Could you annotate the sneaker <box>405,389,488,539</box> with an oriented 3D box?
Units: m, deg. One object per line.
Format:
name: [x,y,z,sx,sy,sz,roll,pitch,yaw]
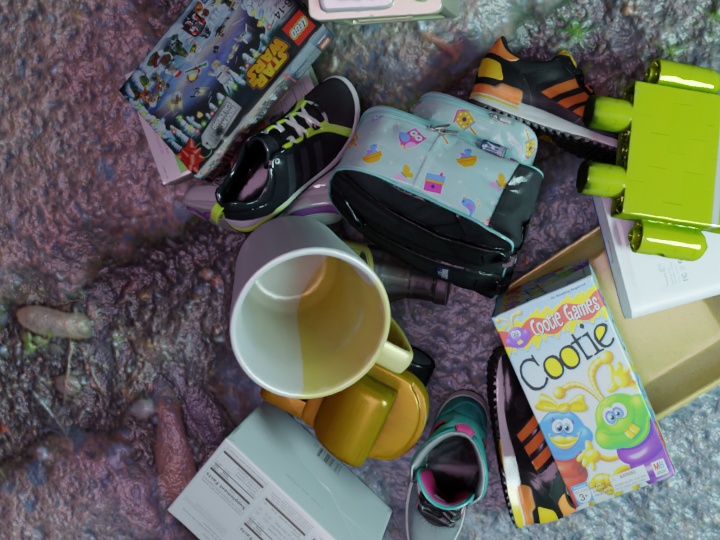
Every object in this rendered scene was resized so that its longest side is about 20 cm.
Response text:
sneaker: [0.089,0.240,0.975,0.082,0.121,0.203,15,103,10]

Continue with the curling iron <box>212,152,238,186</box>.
curling iron: [-0.148,-0.192,0.961,0.049,0.026,0.204,5,91,-1]

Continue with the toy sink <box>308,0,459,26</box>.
toy sink: [0.020,-0.294,0.860,0.128,0.200,0.114,-1,99,12]

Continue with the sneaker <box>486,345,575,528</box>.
sneaker: [0.189,0.174,0.975,0.088,0.070,0.203,-9,99,3]

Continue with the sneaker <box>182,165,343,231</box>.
sneaker: [-0.100,-0.096,0.999,0.197,0.075,0.101,-3,76,16]

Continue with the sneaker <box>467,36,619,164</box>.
sneaker: [0.210,-0.170,0.898,0.197,0.070,0.091,19,87,3]

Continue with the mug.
mug: [-0.053,0.035,0.887,0.148,0.153,0.188,-27,117,-1]

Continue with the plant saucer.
plant saucer: [0.279,0.048,0.937,0.199,0.048,0.201,-34,91,16]

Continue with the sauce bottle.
sauce bottle: [0.000,0.000,0.984,0.197,0.066,0.067,7,101,12]

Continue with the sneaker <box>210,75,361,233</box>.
sneaker: [-0.073,-0.119,0.912,0.071,0.083,0.201,37,86,19]

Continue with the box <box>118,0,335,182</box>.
box: [-0.139,-0.211,0.927,0.137,0.040,0.200,45,100,17]

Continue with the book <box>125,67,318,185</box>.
book: [-0.148,-0.195,0.996,0.197,0.048,0.135,-21,92,14]

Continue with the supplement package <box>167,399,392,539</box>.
supplement package: [-0.083,0.265,1.000,0.200,0.156,0.111,42,104,3]

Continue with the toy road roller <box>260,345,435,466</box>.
toy road roller: [-0.021,0.124,0.967,0.198,0.146,0.124,26,104,7]

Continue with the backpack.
backpack: [0.073,-0.082,0.892,0.197,0.176,0.155,17,73,9]

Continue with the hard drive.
hard drive: [0.332,-0.044,0.875,0.197,0.025,0.134,-14,88,-8]

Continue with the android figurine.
android figurine: [0.300,-0.102,0.840,0.197,0.041,0.185,6,85,-7]

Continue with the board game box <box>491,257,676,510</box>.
board game box: [0.216,0.107,0.882,0.102,0.105,0.202,-24,94,15]
